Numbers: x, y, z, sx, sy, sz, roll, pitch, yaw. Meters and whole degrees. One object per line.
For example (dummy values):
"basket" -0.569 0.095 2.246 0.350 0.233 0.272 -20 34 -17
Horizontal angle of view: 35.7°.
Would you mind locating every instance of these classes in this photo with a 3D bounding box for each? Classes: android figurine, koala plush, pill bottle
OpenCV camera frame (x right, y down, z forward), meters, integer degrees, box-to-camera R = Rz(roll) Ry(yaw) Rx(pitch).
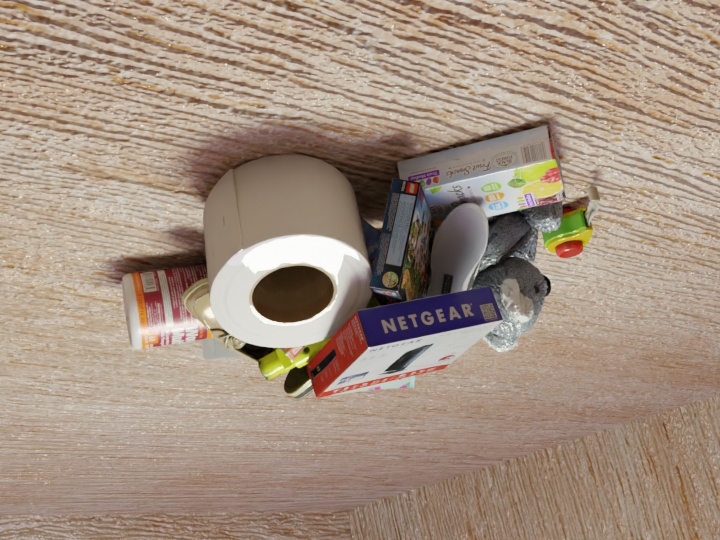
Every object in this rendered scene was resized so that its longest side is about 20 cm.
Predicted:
"android figurine" -0.041 0.091 1.527 0.198 0.041 0.182 -27 176 10
"koala plush" 0.197 0.005 1.580 0.181 0.203 0.178 -6 161 -10
"pill bottle" -0.240 0.046 1.616 0.197 0.111 0.110 -8 161 -15

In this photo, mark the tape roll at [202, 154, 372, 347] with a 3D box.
"tape roll" -0.091 -0.021 1.370 0.200 0.140 0.204 -7 139 -6

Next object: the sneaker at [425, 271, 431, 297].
"sneaker" 0.118 0.027 1.691 0.070 0.083 0.200 -28 -170 15

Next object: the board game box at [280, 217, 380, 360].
"board game box" -0.049 0.018 1.473 0.200 0.103 0.019 -47 128 -3

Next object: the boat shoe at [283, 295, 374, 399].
"boat shoe" -0.026 0.122 1.653 0.201 0.072 0.066 -46 122 -5

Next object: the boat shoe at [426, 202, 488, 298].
"boat shoe" 0.132 -0.013 1.495 0.069 0.066 0.202 15 125 10

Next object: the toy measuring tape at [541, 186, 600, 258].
"toy measuring tape" 0.302 -0.068 1.629 0.072 0.075 0.200 -9 160 0

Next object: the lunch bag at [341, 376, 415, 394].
"lunch bag" 0.009 0.100 1.865 0.168 0.123 0.202 -6 130 -8

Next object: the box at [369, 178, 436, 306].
"box" 0.057 -0.016 1.411 0.037 0.138 0.200 9 166 12

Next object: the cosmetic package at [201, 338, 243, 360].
"cosmetic package" -0.144 0.084 1.734 0.197 0.092 0.107 -7 -173 2

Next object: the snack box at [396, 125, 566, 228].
"snack box" 0.160 -0.116 1.446 0.197 0.054 0.142 -12 159 13

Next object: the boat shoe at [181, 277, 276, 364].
"boat shoe" -0.172 0.075 1.541 0.072 0.065 0.200 -36 143 6

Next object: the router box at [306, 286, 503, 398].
"router box" 0.052 0.092 1.416 0.198 0.049 0.180 -10 160 -27
